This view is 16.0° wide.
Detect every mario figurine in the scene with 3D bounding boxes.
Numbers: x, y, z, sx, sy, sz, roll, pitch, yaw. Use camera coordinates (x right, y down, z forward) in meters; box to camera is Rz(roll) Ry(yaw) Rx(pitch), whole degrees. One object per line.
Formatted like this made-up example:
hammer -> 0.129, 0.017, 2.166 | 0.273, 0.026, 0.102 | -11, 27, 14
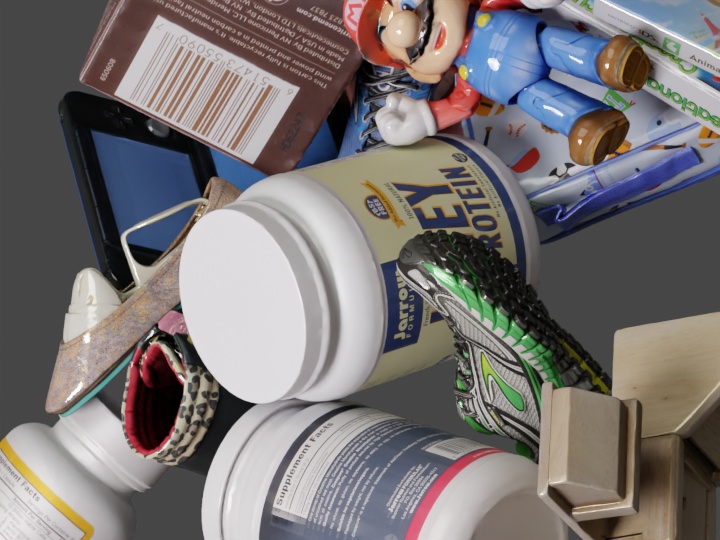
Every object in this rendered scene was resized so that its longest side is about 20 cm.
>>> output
mario figurine -> 0.071, -0.134, 1.597 | 0.199, 0.106, 0.124 | 23, 68, 25

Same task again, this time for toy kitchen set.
toy kitchen set -> 0.216, 0.108, 1.467 | 0.180, 0.163, 0.201 | -11, 57, 28

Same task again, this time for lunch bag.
lunch bag -> 0.160, -0.106, 1.698 | 0.199, 0.076, 0.161 | -24, 54, 18

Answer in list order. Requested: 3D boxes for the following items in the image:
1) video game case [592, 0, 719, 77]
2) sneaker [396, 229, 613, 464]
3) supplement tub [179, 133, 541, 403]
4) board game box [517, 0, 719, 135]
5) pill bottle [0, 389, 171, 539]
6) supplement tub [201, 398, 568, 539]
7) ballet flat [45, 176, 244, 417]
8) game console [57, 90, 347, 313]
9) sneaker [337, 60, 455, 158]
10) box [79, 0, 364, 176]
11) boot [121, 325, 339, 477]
video game case -> 0.271, -0.188, 1.616 | 0.182, 0.022, 0.200 | 28, 56, 16
sneaker -> 0.083, 0.057, 1.564 | 0.085, 0.200, 0.078 | -34, 28, 13
supplement tub -> 0.000, 0.000, 1.622 | 0.145, 0.199, 0.146 | 20, 118, 44
board game box -> 0.201, -0.171, 1.632 | 0.200, 0.035, 0.126 | 34, 58, 19
pill bottle -> -0.225, 0.176, 1.748 | 0.200, 0.113, 0.113 | -48, 48, -1
supplement tub -> 0.014, 0.160, 1.582 | 0.199, 0.140, 0.141 | 15, 71, 39
ballet flat -> -0.150, 0.011, 1.718 | 0.200, 0.067, 0.068 | -43, 12, -13
game console -> -0.103, -0.073, 1.826 | 0.118, 0.170, 0.201 | -51, 41, 32
sneaker -> 0.017, -0.117, 1.778 | 0.078, 0.089, 0.201 | 4, 65, 18
box -> -0.074, -0.204, 1.774 | 0.164, 0.165, 0.200 | -56, 14, 36
boot -> -0.075, 0.050, 1.683 | 0.073, 0.154, 0.205 | 2, 75, 38
